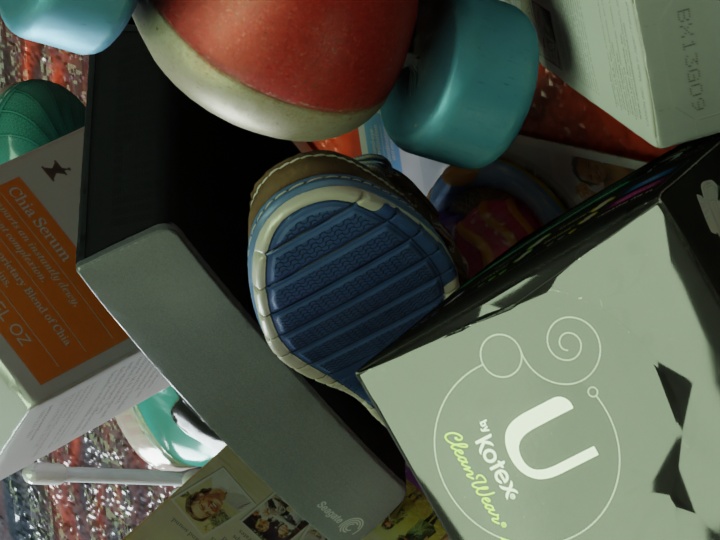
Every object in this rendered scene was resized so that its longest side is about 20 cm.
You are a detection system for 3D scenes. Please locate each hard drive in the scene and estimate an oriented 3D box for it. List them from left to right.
[{"bbox_3d":[-0.040,0.005,1.079,0.042,0.135,0.200,-19,136,21],"label":"hard drive"}]

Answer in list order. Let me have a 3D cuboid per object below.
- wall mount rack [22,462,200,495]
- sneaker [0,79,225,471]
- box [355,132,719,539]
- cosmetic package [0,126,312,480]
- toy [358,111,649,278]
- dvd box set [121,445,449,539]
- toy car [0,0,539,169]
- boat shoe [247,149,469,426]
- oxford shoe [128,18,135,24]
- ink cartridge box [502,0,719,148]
[{"bbox_3d":[-0.047,0.123,1.258,0.200,0.075,0.174,-3,133,47],"label":"wall mount rack"},{"bbox_3d":[-0.098,-0.002,1.277,0.080,0.071,0.201,-14,109,48],"label":"sneaker"},{"bbox_3d":[0.111,0.044,0.953,0.124,0.200,0.149,-30,92,23],"label":"box"},{"bbox_3d":[-0.103,-0.002,1.177,0.102,0.200,0.071,50,138,12],"label":"cosmetic package"},{"bbox_3d":[0.064,0.005,1.125,0.199,0.047,0.116,13,120,41],"label":"toy"},{"bbox_3d":[-0.005,0.123,1.133,0.146,0.200,0.029,38,142,12],"label":"dvd box set"},{"bbox_3d":[-0.004,-0.164,0.949,0.200,0.184,0.177,-55,31,34],"label":"toy car"},{"bbox_3d":[0.000,0.000,1.034,0.200,0.072,0.073,55,-168,-60],"label":"boat shoe"},{"bbox_3d":[-0.081,-0.108,1.153,0.071,0.072,0.200,54,166,-4],"label":"oxford shoe"},{"bbox_3d":[0.087,-0.123,1.006,0.200,0.050,0.109,-128,24,-69],"label":"ink cartridge box"}]
